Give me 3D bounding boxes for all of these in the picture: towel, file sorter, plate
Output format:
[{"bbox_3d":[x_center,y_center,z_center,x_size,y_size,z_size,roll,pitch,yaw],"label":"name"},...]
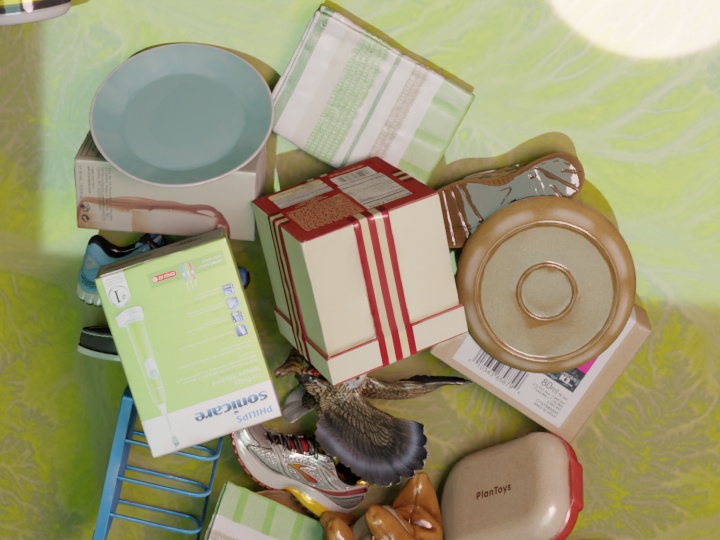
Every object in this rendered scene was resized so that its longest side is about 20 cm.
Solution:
[{"bbox_3d":[0.007,-0.179,1.648,0.198,0.031,0.150,28,108,-7],"label":"towel"},{"bbox_3d":[-0.226,0.222,1.728,0.121,0.139,0.202,14,107,-4],"label":"file sorter"},{"bbox_3d":[-0.190,-0.162,1.605,0.197,0.202,0.026,3,145,2],"label":"plate"},{"bbox_3d":[-0.128,0.357,1.692,0.148,0.031,0.202,29,67,-27],"label":"towel"}]

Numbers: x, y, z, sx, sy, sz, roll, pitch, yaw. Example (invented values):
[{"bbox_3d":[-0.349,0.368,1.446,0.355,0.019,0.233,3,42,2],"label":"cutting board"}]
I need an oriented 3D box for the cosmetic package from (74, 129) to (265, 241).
[{"bbox_3d":[-0.206,-0.098,1.645,0.197,0.104,0.088,5,118,3],"label":"cosmetic package"}]

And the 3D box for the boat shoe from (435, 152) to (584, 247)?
[{"bbox_3d":[0.153,-0.076,1.656,0.198,0.063,0.074,-16,94,9],"label":"boat shoe"}]

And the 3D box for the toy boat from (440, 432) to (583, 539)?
[{"bbox_3d":[0.188,0.271,1.716,0.130,0.132,0.199,26,144,-37],"label":"toy boat"}]

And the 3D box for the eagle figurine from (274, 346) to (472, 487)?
[{"bbox_3d":[0.003,0.141,1.682,0.199,0.151,0.153,31,96,1],"label":"eagle figurine"}]

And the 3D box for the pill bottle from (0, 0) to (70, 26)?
[{"bbox_3d":[-0.373,-0.364,1.574,0.110,0.112,0.203,-5,107,5],"label":"pill bottle"}]

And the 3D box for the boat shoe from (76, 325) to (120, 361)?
[{"bbox_3d":[-0.225,0.071,1.720,0.198,0.072,0.061,2,103,-5],"label":"boat shoe"}]

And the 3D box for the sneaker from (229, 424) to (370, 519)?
[{"bbox_3d":[-0.070,0.213,1.735,0.199,0.078,0.082,33,113,-28],"label":"sneaker"}]

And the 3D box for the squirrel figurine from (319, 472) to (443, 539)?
[{"bbox_3d":[0.032,0.356,1.655,0.140,0.187,0.202,-18,103,11],"label":"squirrel figurine"}]

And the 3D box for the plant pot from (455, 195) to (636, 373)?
[{"bbox_3d":[0.201,0.020,1.624,0.197,0.028,0.203,1,106,4],"label":"plant pot"}]

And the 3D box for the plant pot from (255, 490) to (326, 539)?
[{"bbox_3d":[-0.105,0.357,1.736,0.198,0.027,0.203,6,78,-31],"label":"plant pot"}]

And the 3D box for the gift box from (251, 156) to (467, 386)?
[{"bbox_3d":[0.000,0.000,1.597,0.182,0.200,0.189,-18,113,-13],"label":"gift box"}]

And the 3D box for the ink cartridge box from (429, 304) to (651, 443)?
[{"bbox_3d":[0.201,0.070,1.691,0.199,0.075,0.166,32,107,-5],"label":"ink cartridge box"}]

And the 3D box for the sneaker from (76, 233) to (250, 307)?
[{"bbox_3d":[-0.223,-0.002,1.693,0.197,0.078,0.091,3,101,0],"label":"sneaker"}]

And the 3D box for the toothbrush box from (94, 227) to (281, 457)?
[{"bbox_3d":[-0.181,0.074,1.585,0.144,0.086,0.202,-18,99,-3],"label":"toothbrush box"}]
